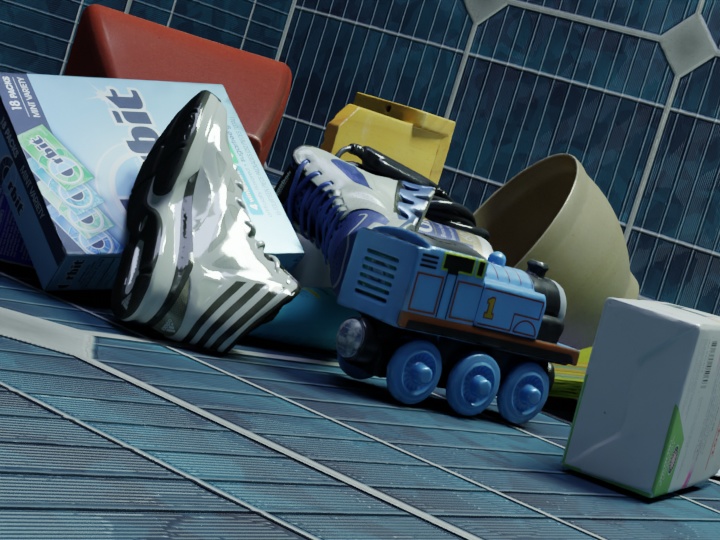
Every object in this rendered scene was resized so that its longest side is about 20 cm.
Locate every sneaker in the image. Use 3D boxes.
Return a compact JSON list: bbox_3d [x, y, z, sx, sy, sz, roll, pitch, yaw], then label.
[{"bbox_3d":[-0.096,-0.025,1.278,0.115,0.201,0.076,29,-42,-23],"label":"sneaker"},{"bbox_3d":[-0.018,-0.034,1.403,0.115,0.081,0.199,22,18,4],"label":"sneaker"}]

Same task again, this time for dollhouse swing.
[{"bbox_3d":[-0.023,-0.085,1.915,0.176,0.200,0.182,13,6,-37],"label":"dollhouse swing"}]

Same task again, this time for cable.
[{"bbox_3d":[0.016,-0.016,1.614,0.200,0.163,0.051,27,27,-27],"label":"cable"}]

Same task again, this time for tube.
[{"bbox_3d":[-0.062,0.033,1.364,0.077,0.050,0.200,2,-2,44],"label":"tube"}]

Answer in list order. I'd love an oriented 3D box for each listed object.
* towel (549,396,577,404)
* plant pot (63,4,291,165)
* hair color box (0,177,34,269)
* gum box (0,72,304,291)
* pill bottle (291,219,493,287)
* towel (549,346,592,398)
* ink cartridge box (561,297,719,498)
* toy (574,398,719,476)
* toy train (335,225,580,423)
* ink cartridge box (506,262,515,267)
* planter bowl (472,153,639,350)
[{"bbox_3d":[0.180,0.095,1.627,0.200,0.023,0.144,15,4,-25],"label":"towel"},{"bbox_3d":[-0.175,-0.095,1.644,0.200,0.200,0.176,16,17,-13],"label":"plant pot"},{"bbox_3d":[-0.246,-0.039,1.386,0.200,0.065,0.109,16,4,-33],"label":"hair color box"},{"bbox_3d":[-0.160,-0.064,1.349,0.200,0.045,0.170,-1,52,-39],"label":"gum box"},{"bbox_3d":[0.000,0.000,1.529,0.200,0.111,0.111,16,5,-18],"label":"pill bottle"},{"bbox_3d":[0.202,0.080,1.534,0.086,0.018,0.200,5,10,37],"label":"towel"},{"bbox_3d":[0.207,0.083,1.264,0.067,0.117,0.200,17,4,23],"label":"ink cartridge box"},{"bbox_3d":[0.253,0.117,1.473,0.115,0.047,0.200,13,5,-27],"label":"toy"},{"bbox_3d":[0.070,0.038,1.310,0.200,0.114,0.087,13,7,-39],"label":"toy train"},{"bbox_3d":[0.145,0.027,1.927,0.146,0.083,0.200,18,4,10],"label":"ink cartridge box"},{"bbox_3d":[0.171,0.010,1.736,0.135,0.200,0.200,43,-3,-15],"label":"planter bowl"}]
